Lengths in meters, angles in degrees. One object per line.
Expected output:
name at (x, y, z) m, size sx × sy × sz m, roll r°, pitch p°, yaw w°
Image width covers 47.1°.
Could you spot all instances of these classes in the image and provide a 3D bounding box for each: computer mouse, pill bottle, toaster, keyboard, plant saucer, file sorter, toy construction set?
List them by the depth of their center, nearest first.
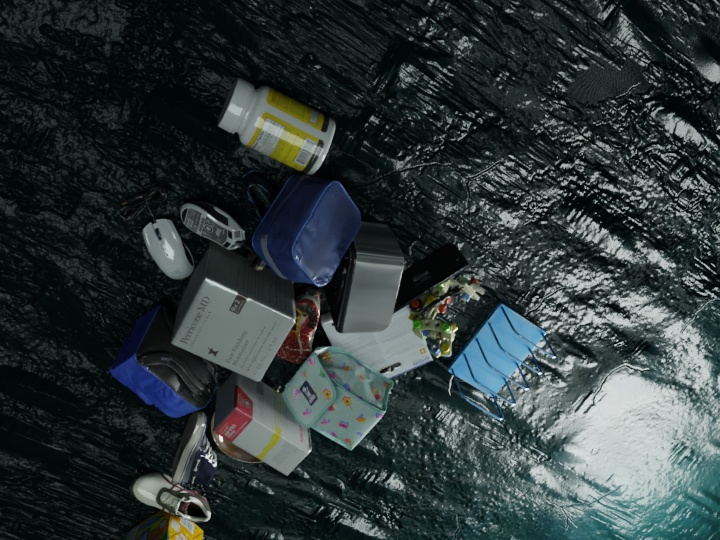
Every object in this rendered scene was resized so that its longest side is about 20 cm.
pill bottle at (-0.155, -0.268, 1.521) m, size 0.197 × 0.115 × 0.116 m, roll 24°, pitch 111°, yaw -18°
computer mouse at (-0.257, -0.082, 1.611) m, size 0.197 × 0.044 × 0.110 m, roll 30°, pitch 140°, yaw -3°
computer mouse at (-0.390, -0.063, 1.631) m, size 0.108 × 0.044 × 0.203 m, roll -23°, pitch 117°, yaw 3°
toaster at (0.000, 0.000, 1.640) m, size 0.116 × 0.182 × 0.204 m, roll 4°, pitch 116°, yaw -15°
keyboard at (0.137, 0.034, 1.697) m, size 0.198 × 0.128 × 0.021 m, roll -32°, pitch 141°, yaw 1°
toy construction set at (0.175, 0.078, 1.719) m, size 0.129 × 0.201 × 0.093 m, roll 23°, pitch 150°, yaw 26°
file sorter at (0.311, 0.204, 1.813) m, size 0.137 × 0.123 × 0.201 m, roll 30°, pitch 110°, yaw -20°
plant saucer at (-0.237, 0.344, 1.860) m, size 0.195 × 0.032 × 0.205 m, roll -3°, pitch 116°, yaw -6°

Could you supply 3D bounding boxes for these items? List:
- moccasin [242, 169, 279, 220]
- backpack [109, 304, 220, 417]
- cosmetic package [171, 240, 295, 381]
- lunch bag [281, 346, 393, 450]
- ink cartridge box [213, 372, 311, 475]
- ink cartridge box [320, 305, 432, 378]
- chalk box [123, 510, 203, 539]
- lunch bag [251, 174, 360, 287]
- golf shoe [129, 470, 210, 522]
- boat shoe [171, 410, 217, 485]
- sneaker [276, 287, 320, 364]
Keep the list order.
moccasin at (-0.171, -0.102, 1.626) m, size 0.080 × 0.069 × 0.200 m, roll -37°, pitch 116°, yaw 12°
backpack at (-0.396, 0.198, 1.699) m, size 0.166 × 0.165 × 0.200 m, roll -25°, pitch 123°, yaw 41°
cosmetic package at (-0.252, 0.080, 1.651) m, size 0.197 × 0.166 × 0.167 m, roll 25°, pitch 111°, yaw -18°
lunch bag at (-0.055, 0.265, 1.760) m, size 0.197 × 0.123 × 0.171 m, roll 30°, pitch 130°, yaw -10°
ink cartridge box at (-0.208, 0.320, 1.753) m, size 0.199 × 0.146 × 0.084 m, roll 36°, pitch 108°, yaw -22°
ink cartridge box at (0.036, 0.146, 1.794) m, size 0.193 × 0.044 × 0.203 m, roll -22°, pitch 120°, yaw 4°
chalk box at (-0.484, 0.670, 1.937) m, size 0.198 × 0.125 × 0.125 m, roll -34°, pitch 116°, yaw 10°
lunch bag at (-0.102, -0.084, 1.534) m, size 0.202 × 0.130 × 0.137 m, roll -59°, pitch 138°, yaw -23°
golf shoe at (-0.427, 0.516, 1.880) m, size 0.197 × 0.088 × 0.079 m, roll 28°, pitch 77°, yaw -22°
boat shoe at (-0.357, 0.400, 1.856) m, size 0.091 × 0.075 × 0.202 m, roll 14°, pitch 122°, yaw -21°
sneaker at (-0.123, 0.120, 1.741) m, size 0.076 × 0.083 × 0.202 m, roll 22°, pitch 130°, yaw -5°
